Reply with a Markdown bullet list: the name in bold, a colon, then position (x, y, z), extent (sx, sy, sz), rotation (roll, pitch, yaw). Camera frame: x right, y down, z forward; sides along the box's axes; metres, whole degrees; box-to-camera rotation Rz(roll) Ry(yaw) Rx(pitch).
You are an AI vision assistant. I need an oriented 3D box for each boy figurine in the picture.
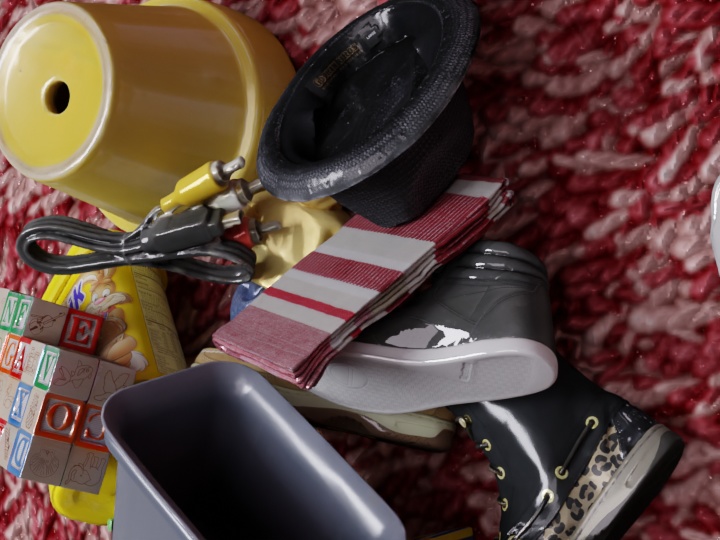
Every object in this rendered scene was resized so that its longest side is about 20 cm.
- **boy figurine**: position (-0.055, -0.016, 0.935), extent (0.123, 0.064, 0.202), rotation (17, 95, 14)

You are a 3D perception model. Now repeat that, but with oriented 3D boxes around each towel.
- **towel**: position (0.000, 0.000, 0.830), extent (0.200, 0.023, 0.144), rotation (-40, 23, -18)

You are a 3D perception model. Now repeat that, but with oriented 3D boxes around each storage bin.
- **storage bin**: position (-0.076, 0.175, 0.792), extent (0.200, 0.145, 0.135), rotation (41, 130, 33)

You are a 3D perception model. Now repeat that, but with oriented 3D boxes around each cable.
- **cable**: position (-0.154, -0.025, 0.905), extent (0.198, 0.098, 0.051), rotation (-10, 42, 20)

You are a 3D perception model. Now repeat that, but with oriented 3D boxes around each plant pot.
- **plant pot**: position (-0.176, -0.124, 0.948), extent (0.199, 0.188, 0.203), rotation (-1, 88, 32)

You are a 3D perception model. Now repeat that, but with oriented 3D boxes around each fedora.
- **fedora**: position (0.022, -0.101, 0.845), extent (0.199, 0.092, 0.202), rotation (-27, 35, 21)

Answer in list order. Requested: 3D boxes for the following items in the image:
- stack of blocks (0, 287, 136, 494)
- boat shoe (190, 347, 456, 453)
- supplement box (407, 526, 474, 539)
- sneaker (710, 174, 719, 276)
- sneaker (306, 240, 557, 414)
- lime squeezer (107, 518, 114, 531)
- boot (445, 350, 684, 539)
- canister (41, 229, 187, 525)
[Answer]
- **stack of blocks**: position (-0.231, 0.080, 0.872), extent (0.199, 0.058, 0.116), rotation (6, 79, 58)
- **boat shoe**: position (-0.024, 0.076, 0.886), extent (0.198, 0.072, 0.077), rotation (13, 79, -3)
- **supplement box**: position (-0.015, 0.262, 0.873), extent (0.199, 0.109, 0.110), rotation (-20, 78, 29)
- **sneaker**: position (0.253, 0.025, 0.724), extent (0.077, 0.099, 0.202), rotation (-20, 77, 29)
- **sneaker**: position (0.042, 0.035, 0.818), extent (0.198, 0.071, 0.100), rotation (-7, 49, 27)
- **lime squeezer**: position (-0.090, 0.195, 0.934), extent (0.198, 0.071, 0.038), rotation (1, 103, -2)
- **boot**: position (0.100, 0.144, 0.823), extent (0.204, 0.073, 0.154), rotation (-49, 62, 4)
- **canister**: position (-0.200, 0.082, 0.960), extent (0.149, 0.086, 0.200), rotation (-56, 33, 20)
